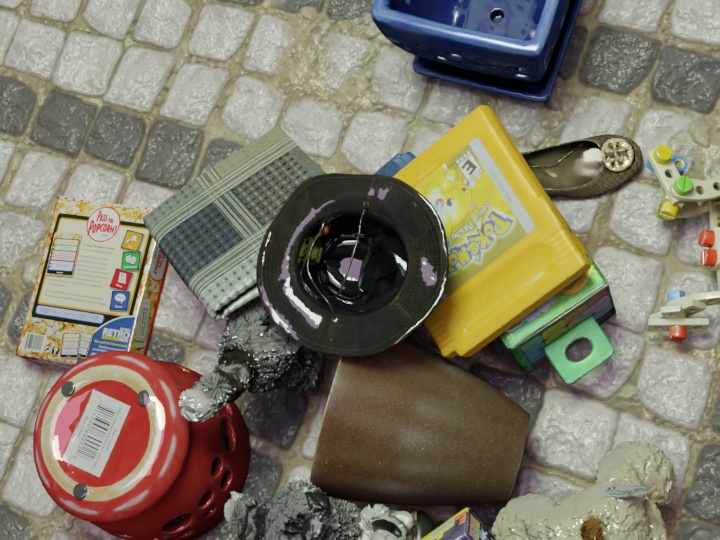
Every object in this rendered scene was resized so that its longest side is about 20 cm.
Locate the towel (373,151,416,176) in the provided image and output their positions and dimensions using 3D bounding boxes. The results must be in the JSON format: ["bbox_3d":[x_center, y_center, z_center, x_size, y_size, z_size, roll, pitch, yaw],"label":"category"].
[{"bbox_3d":[0.019,-0.036,1.353,0.112,0.049,0.200,45,64,4],"label":"towel"}]

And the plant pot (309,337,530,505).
[{"bbox_3d":[0.068,0.166,1.260,0.198,0.187,0.189,16,78,6],"label":"plant pot"}]

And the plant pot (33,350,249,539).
[{"bbox_3d":[-0.238,0.191,1.324,0.198,0.183,0.203,-4,74,12],"label":"plant pot"}]

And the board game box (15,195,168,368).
[{"bbox_3d":[-0.315,0.019,1.468,0.150,0.046,0.203,8,76,18],"label":"board game box"}]

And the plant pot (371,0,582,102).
[{"bbox_3d":[0.147,-0.309,1.366,0.198,0.180,0.202,15,78,20],"label":"plant pot"}]

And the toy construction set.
[{"bbox_3d":[0.356,-0.026,1.269,0.129,0.092,0.203,6,82,-8],"label":"toy construction set"}]

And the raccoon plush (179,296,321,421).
[{"bbox_3d":[-0.119,0.114,1.306,0.199,0.135,0.097,-32,56,-27],"label":"raccoon plush"}]

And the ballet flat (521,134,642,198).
[{"bbox_3d":[0.213,-0.114,1.360,0.197,0.046,0.068,-7,73,14],"label":"ballet flat"}]

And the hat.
[{"bbox_3d":[0.000,0.000,1.225,0.198,0.081,0.203,-5,75,18],"label":"hat"}]

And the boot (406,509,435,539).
[{"bbox_3d":[0.119,0.336,1.244,0.137,0.077,0.203,-12,84,7],"label":"boot"}]

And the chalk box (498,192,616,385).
[{"bbox_3d":[0.186,0.020,1.286,0.124,0.124,0.201,-34,68,4],"label":"chalk box"}]

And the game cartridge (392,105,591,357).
[{"bbox_3d":[0.110,-0.036,1.235,0.176,0.032,0.201,-38,66,19],"label":"game cartridge"}]

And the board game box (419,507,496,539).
[{"bbox_3d":[0.077,0.345,1.149,0.199,0.057,0.166,-39,100,18],"label":"board game box"}]

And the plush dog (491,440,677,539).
[{"bbox_3d":[0.247,0.290,1.181,0.198,0.161,0.173,-29,104,4],"label":"plush dog"}]

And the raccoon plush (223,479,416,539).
[{"bbox_3d":[-0.033,0.253,1.234,0.199,0.133,0.098,27,102,55],"label":"raccoon plush"}]

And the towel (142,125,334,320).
[{"bbox_3d":[-0.117,-0.054,1.326,0.199,0.035,0.193,-35,48,-9],"label":"towel"}]
